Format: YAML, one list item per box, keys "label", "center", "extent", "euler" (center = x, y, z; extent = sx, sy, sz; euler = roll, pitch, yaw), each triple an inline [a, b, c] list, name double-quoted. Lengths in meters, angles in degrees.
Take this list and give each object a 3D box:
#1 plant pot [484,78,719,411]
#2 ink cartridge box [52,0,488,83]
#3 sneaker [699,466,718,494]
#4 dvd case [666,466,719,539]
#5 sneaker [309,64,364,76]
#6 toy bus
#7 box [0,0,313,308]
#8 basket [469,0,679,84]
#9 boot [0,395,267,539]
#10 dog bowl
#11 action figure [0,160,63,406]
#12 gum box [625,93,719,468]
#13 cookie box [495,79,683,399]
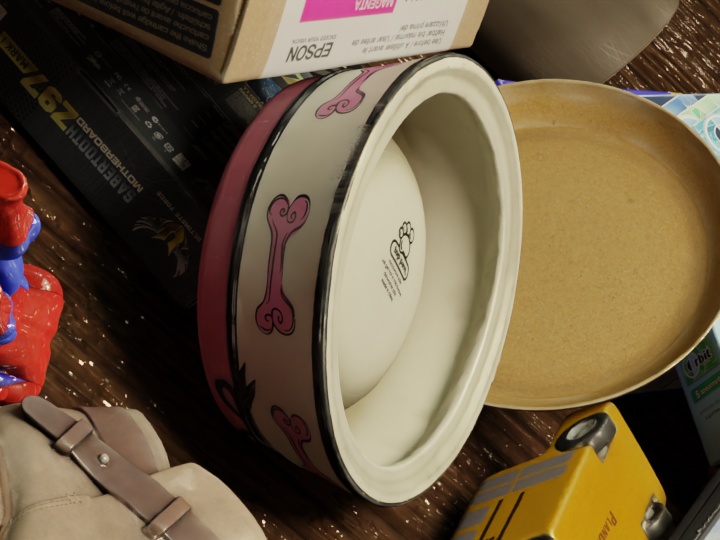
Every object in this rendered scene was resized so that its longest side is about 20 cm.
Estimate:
- label: "plant pot"
  center: [0.093, -0.011, 1.083]
  extent: [0.027, 0.200, 0.200]
  euler: [76, 0, -57]
- label: "ink cartridge box"
  center: [-0.055, -0.152, 0.947]
  extent: [0.165, 0.075, 0.200]
  euler: [28, 23, 28]
- label: "sneaker"
  center: [0.267, 0.096, 1.197]
  extent: [0.095, 0.079, 0.200]
  euler: [41, 64, 0]
- label: "dvd case"
  center: [0.220, 0.170, 1.064]
  extent: [0.143, 0.018, 0.200]
  euler: [-46, 122, -34]
- label: "sneaker"
  center: [-0.046, -0.163, 1.120]
  extent: [0.071, 0.083, 0.200]
  euler: [-2, 60, -51]
- label: "toy bus"
  center: [0.081, 0.141, 0.976]
  extent: [0.065, 0.078, 0.200]
  euler: [57, 31, -14]
- label: "box"
  center: [-0.100, -0.095, 1.017]
  extent: [0.200, 0.051, 0.158]
  euler: [49, 33, -2]
- label: "basket"
  center: [0.089, -0.206, 1.287]
  extent: [0.200, 0.136, 0.180]
  euler: [48, 48, -12]
- label: "boot"
  center: [-0.092, 0.128, 0.773]
  extent: [0.146, 0.070, 0.200]
  euler: [-15, 59, -42]
- label: "dog bowl"
  center: [0.000, 0.000, 0.944]
  extent: [0.200, 0.074, 0.200]
  euler: [-30, 125, -57]
- label: "action figure"
  center: [-0.161, 0.005, 0.781]
  extent: [0.099, 0.200, 0.065]
  euler: [12, 75, 2]
- label: "gum box"
  center: [0.233, -0.001, 1.156]
  extent: [0.170, 0.045, 0.200]
  euler: [-4, 65, -30]
- label: "cookie box"
  center: [0.147, -0.018, 1.221]
  extent: [0.200, 0.075, 0.171]
  euler: [-2, 61, -52]
